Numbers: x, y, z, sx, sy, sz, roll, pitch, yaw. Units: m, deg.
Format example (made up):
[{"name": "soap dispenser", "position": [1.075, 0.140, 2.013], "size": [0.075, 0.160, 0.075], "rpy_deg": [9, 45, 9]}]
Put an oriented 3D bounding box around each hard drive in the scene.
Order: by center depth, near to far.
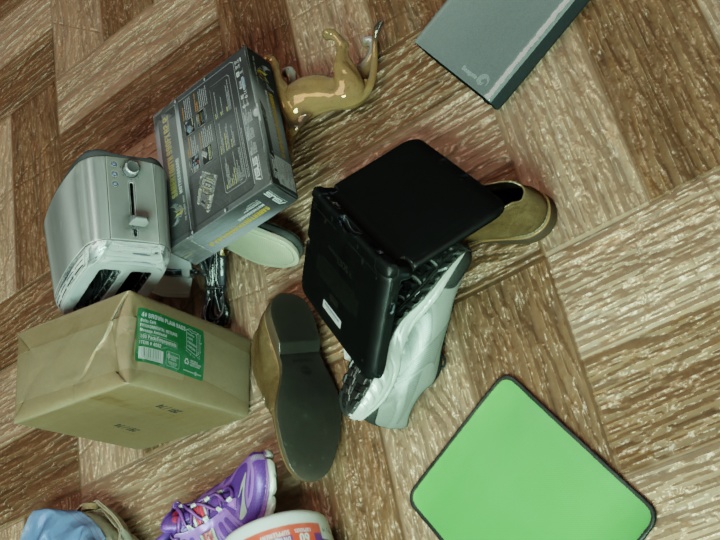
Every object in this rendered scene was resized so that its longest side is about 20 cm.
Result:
[{"name": "hard drive", "position": [0.164, -0.285, 1.027], "size": [0.200, 0.033, 0.140], "rpy_deg": [-50, 51, 10]}]

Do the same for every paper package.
[{"name": "paper package", "position": [-0.248, 0.117, 1.068], "size": [0.189, 0.199, 0.105], "rpy_deg": [-20, 62, 28]}]

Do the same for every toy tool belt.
[{"name": "toy tool belt", "position": [-0.341, 0.321, 1.107], "size": [0.199, 0.123, 0.126], "rpy_deg": [10, 78, 39]}]

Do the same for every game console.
[{"name": "game console", "position": [0.033, -0.018, 0.946], "size": [0.200, 0.115, 0.178], "rpy_deg": [-132, 45, -56]}]

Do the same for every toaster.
[{"name": "toaster", "position": [-0.286, -0.031, 1.084], "size": [0.200, 0.113, 0.130], "rpy_deg": [-42, 52, 43]}]

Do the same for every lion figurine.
[{"name": "lion figurine", "position": [-0.050, -0.205, 1.131], "size": [0.198, 0.072, 0.124], "rpy_deg": [-21, 64, 26]}]

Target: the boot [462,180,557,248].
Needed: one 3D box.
[{"name": "boot", "position": [0.089, -0.053, 0.966], "size": [0.198, 0.075, 0.074], "rpy_deg": [-13, 67, 33]}]

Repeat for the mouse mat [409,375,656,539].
[{"name": "mouse mat", "position": [0.146, 0.211, 0.866], "size": [0.161, 0.008, 0.200], "rpy_deg": [-53, 50, 8]}]

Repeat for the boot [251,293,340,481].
[{"name": "boot", "position": [-0.073, 0.131, 1.023], "size": [0.075, 0.073, 0.202], "rpy_deg": [-44, 48, 45]}]

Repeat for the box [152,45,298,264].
[{"name": "box", "position": [-0.158, -0.130, 1.099], "size": [0.158, 0.048, 0.202], "rpy_deg": [-31, 55, 26]}]

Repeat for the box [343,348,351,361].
[{"name": "box", "position": [0.000, 0.000, 1.033], "size": [0.041, 0.039, 0.202], "rpy_deg": [-22, 61, 30]}]

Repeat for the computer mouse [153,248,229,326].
[{"name": "computer mouse", "position": [-0.235, 0.001, 1.185], "size": [0.199, 0.044, 0.111], "rpy_deg": [10, 108, 42]}]

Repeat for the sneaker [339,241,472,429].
[{"name": "sneaker", "position": [0.055, 0.063, 0.947], "size": [0.201, 0.079, 0.074], "rpy_deg": [-61, 23, 4]}]

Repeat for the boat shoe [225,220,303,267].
[{"name": "boat shoe", "position": [-0.142, -0.059, 1.145], "size": [0.199, 0.072, 0.068], "rpy_deg": [19, 59, 34]}]

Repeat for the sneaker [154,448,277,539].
[{"name": "sneaker", "position": [-0.156, 0.259, 0.997], "size": [0.200, 0.083, 0.081], "rpy_deg": [-49, 33, 21]}]

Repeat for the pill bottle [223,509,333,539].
[{"name": "pill bottle", "position": [-0.058, 0.337, 0.899], "size": [0.111, 0.111, 0.201], "rpy_deg": [-33, 56, 22]}]
